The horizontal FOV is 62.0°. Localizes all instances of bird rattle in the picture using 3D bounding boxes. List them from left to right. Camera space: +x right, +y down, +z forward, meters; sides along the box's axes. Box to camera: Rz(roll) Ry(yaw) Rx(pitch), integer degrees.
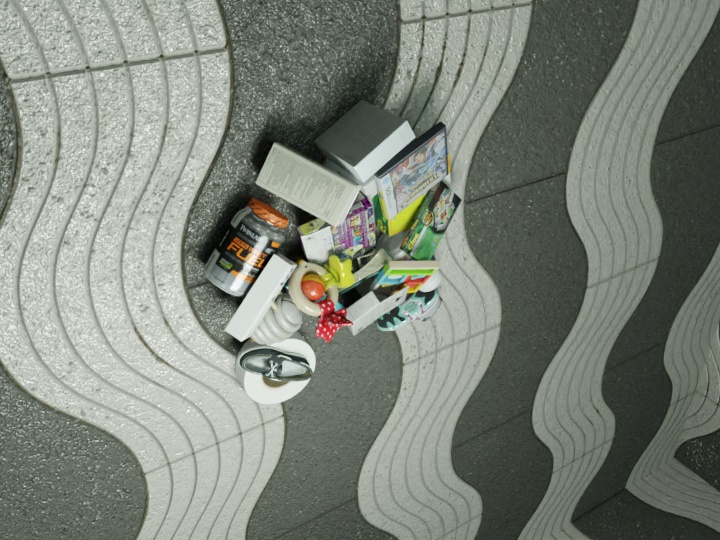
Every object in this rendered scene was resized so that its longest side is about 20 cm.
[{"bbox_3d":[-0.098,0.058,1.402,0.163,0.113,0.201,24,61,-24],"label":"bird rattle"}]

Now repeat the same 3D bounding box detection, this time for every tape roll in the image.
[{"bbox_3d":[-0.221,0.245,1.562,0.202,0.071,0.203,-16,124,-25],"label":"tape roll"}]

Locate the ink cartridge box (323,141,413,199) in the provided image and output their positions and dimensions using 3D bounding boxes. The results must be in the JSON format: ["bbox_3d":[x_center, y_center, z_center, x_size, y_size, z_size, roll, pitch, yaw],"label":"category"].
[{"bbox_3d":[0.023,-0.249,1.397,0.200,0.116,0.068,-38,158,-8],"label":"ink cartridge box"}]

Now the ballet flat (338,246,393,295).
[{"bbox_3d":[0.000,0.000,1.547,0.200,0.062,0.067,-30,180,28],"label":"ballet flat"}]

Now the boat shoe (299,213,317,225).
[{"bbox_3d":[-0.057,-0.119,1.472,0.199,0.057,0.067,-5,137,-36],"label":"boat shoe"}]

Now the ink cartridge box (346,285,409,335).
[{"bbox_3d":[0.039,0.094,1.584,0.176,0.045,0.200,-34,168,-8],"label":"ink cartridge box"}]

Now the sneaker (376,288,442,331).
[{"bbox_3d":[0.152,0.128,1.737,0.200,0.078,0.140,-29,151,10],"label":"sneaker"}]

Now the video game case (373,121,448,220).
[{"bbox_3d":[0.123,-0.227,1.401,0.200,0.026,0.181,-38,152,-10],"label":"video game case"}]

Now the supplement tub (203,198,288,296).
[{"bbox_3d":[-0.251,-0.052,1.336,0.122,0.122,0.200,25,101,-40],"label":"supplement tub"}]

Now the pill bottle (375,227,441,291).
[{"bbox_3d":[0.137,-0.025,1.611,0.111,0.111,0.200,-48,131,0],"label":"pill bottle"}]

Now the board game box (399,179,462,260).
[{"bbox_3d":[0.180,-0.119,1.521,0.105,0.023,0.200,34,82,-44],"label":"board game box"}]

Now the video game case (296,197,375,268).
[{"bbox_3d":[-0.052,-0.076,1.438,0.181,0.036,0.200,-24,154,-8],"label":"video game case"}]

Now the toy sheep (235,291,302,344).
[{"bbox_3d":[-0.210,0.110,1.447,0.199,0.138,0.138,-22,137,27],"label":"toy sheep"}]

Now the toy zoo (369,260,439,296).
[{"bbox_3d":[0.104,0.023,1.527,0.131,0.021,0.200,-1,157,-16],"label":"toy zoo"}]

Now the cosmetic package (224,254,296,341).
[{"bbox_3d":[-0.220,0.059,1.337,0.051,0.083,0.200,34,94,4],"label":"cosmetic package"}]

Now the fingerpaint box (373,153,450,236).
[{"bbox_3d":[0.130,-0.204,1.528,0.199,0.073,0.167,-24,128,-22],"label":"fingerpaint box"}]

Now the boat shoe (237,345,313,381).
[{"bbox_3d":[-0.205,0.235,1.479,0.199,0.060,0.076,8,112,-36],"label":"boat shoe"}]

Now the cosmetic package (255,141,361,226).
[{"bbox_3d":[-0.111,-0.187,1.299,0.200,0.087,0.104,30,102,4],"label":"cosmetic package"}]

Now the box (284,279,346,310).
[{"bbox_3d":[-0.122,0.054,1.507,0.049,0.082,0.200,-50,131,1],"label":"box"}]

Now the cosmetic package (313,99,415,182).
[{"bbox_3d":[0.004,-0.288,1.313,0.151,0.200,0.052,-40,130,-6],"label":"cosmetic package"}]
